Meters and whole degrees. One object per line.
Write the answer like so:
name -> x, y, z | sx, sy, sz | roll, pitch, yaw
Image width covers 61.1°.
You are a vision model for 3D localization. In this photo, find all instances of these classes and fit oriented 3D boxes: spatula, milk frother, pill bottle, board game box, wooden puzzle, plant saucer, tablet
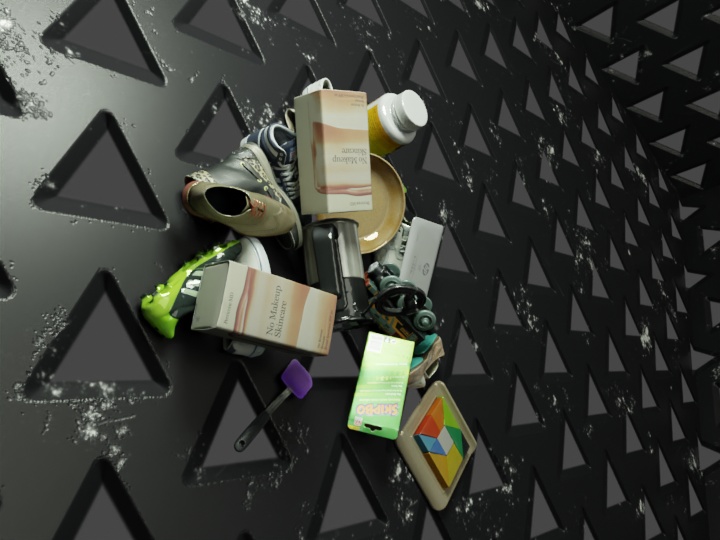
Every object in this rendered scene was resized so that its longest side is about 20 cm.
spatula -> -0.142, 0.223, 1.000 | 0.057, 0.021, 0.200 | 48, 46, -5
milk frother -> 0.000, 0.000, 1.099 | 0.197, 0.181, 0.191 | -6, 76, -13
pill bottle -> 0.040, -0.294, 1.273 | 0.109, 0.199, 0.111 | 20, 61, -40
board game box -> 0.040, 0.217, 1.156 | 0.094, 0.030, 0.202 | 13, 54, 3
wooden puzzle -> 0.166, 0.357, 1.265 | 0.200, 0.037, 0.186 | -40, 105, -47
plant saucer -> -0.004, -0.136, 1.232 | 0.198, 0.035, 0.203 | -4, 100, -23
tablet -> 0.125, -0.006, 1.310 | 0.129, 0.014, 0.203 | 10, 95, -54

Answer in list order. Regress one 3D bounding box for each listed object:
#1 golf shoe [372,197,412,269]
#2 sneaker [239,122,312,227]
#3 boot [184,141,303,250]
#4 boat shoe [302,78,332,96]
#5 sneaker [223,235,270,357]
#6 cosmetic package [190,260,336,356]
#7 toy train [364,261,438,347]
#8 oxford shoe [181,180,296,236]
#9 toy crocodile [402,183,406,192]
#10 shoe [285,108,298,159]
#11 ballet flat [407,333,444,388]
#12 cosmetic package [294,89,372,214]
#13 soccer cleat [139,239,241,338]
golf shoe -> 0.074, -0.060, 1.294 | 0.078, 0.097, 0.202 | -15, 87, -50
sneaker -> -0.130, -0.171, 1.109 | 0.201, 0.108, 0.070 | 57, 43, -13
boot -> -0.197, -0.102, 1.045 | 0.153, 0.073, 0.205 | -36, 104, -42
boat shoe -> -0.071, -0.299, 1.254 | 0.073, 0.065, 0.202 | -4, 76, -48
sneaker -> -0.190, 0.037, 0.987 | 0.070, 0.073, 0.203 | 12, 66, -48
cosmetic package -> -0.142, 0.063, 0.929 | 0.198, 0.087, 0.105 | 19, 73, -37
toy train -> 0.068, 0.074, 1.219 | 0.200, 0.114, 0.085 | 45, 17, -22
oxford shoe -> -0.178, -0.092, 0.967 | 0.198, 0.074, 0.071 | 9, 89, -39
toy crocodile -> 0.018, -0.180, 1.305 | 0.198, 0.067, 0.063 | 8, 72, -43
shoe -> -0.107, -0.245, 1.171 | 0.053, 0.070, 0.201 | 25, 33, -37
ballet flat -> 0.122, 0.202, 1.262 | 0.199, 0.068, 0.068 | -33, 106, -47
cosmetic package -> -0.046, -0.201, 1.056 | 0.102, 0.087, 0.203 | -10, 99, -38
soccer cleat -> -0.250, 0.024, 0.943 | 0.200, 0.067, 0.082 | -46, 118, -40
